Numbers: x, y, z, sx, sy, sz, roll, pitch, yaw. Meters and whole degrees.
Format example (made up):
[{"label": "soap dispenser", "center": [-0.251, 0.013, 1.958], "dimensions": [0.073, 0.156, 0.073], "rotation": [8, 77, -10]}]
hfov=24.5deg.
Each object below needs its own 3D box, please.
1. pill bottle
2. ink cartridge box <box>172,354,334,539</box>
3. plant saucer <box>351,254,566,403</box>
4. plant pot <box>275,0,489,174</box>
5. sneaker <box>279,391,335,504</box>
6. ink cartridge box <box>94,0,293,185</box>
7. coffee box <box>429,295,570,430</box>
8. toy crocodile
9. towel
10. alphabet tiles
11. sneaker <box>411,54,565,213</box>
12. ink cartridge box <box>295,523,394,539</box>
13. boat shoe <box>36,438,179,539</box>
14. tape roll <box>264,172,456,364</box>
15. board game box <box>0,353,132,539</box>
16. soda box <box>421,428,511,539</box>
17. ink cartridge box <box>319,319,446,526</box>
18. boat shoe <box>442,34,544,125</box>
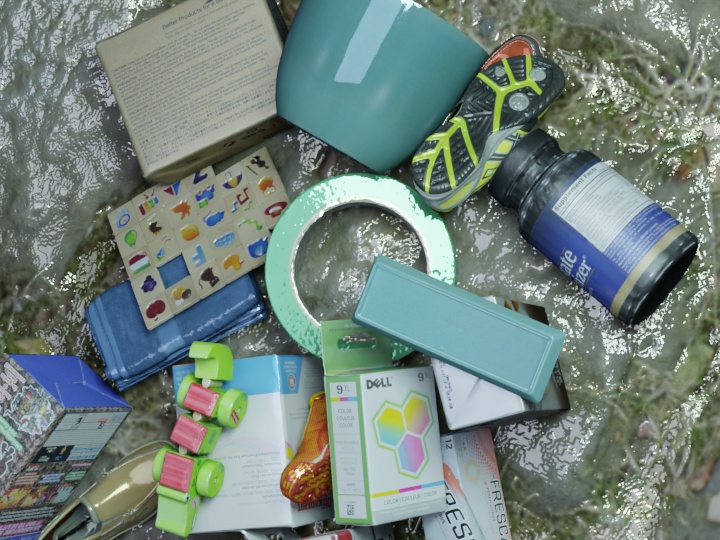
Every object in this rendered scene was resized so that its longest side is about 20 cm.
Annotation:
[{"label": "pill bottle", "center": [0.228, -0.048, 1.648], "dimensions": [0.200, 0.112, 0.112], "rotation": [41, 100, 18]}, {"label": "ink cartridge box", "center": [-0.110, 0.195, 1.742], "dimensions": [0.124, 0.128, 0.202], "rotation": [-7, 84, 19]}, {"label": "plant saucer", "center": [0.087, 0.052, 1.529], "dimensions": [0.199, 0.019, 0.070], "rotation": [23, 94, 19]}, {"label": "plant pot", "center": [0.006, -0.196, 1.681], "dimensions": [0.200, 0.200, 0.162], "rotation": [30, 92, 19]}, {"label": "sneaker", "center": [-0.034, 0.170, 1.698], "dimensions": [0.077, 0.200, 0.073], "rotation": [26, 127, 16]}, {"label": "ink cartridge box", "center": [-0.167, -0.209, 1.810], "dimensions": [0.199, 0.075, 0.166], "rotation": [-23, 79, 12]}, {"label": "coffee box", "center": [0.136, 0.092, 1.624], "dimensions": [0.079, 0.200, 0.115], "rotation": [-16, 82, 18]}, {"label": "toy crocodile", "center": [-0.167, 0.169, 1.665], "dimensions": [0.067, 0.062, 0.201], "rotation": [19, 95, 22]}, {"label": "towel", "center": [-0.203, 0.041, 1.824], "dimensions": [0.199, 0.049, 0.112], "rotation": [-28, 68, 13]}, {"label": "alphabet tiles", "center": [-0.171, -0.049, 1.809], "dimensions": [0.199, 0.008, 0.168], "rotation": [-30, 56, 7]}, {"label": "sneaker", "center": [0.126, -0.140, 1.665], "dimensions": [0.200, 0.077, 0.075], "rotation": [-42, 67, -13]}, {"label": "ink cartridge box", "center": [-0.016, 0.334, 1.664], "dimensions": [0.083, 0.200, 0.145], "rotation": [-15, 82, 14]}, {"label": "boat shoe", "center": [-0.278, 0.260, 1.825], "dimensions": [0.200, 0.076, 0.072], "rotation": [-43, 74, 12]}, {"label": "tape roll", "center": [0.000, 0.000, 1.727], "dimensions": [0.199, 0.048, 0.202], "rotation": [0, 89, 0]}, {"label": "board game box", "center": [-0.373, 0.199, 1.819], "dimensions": [0.097, 0.159, 0.200], "rotation": [40, 99, 18]}, {"label": "soda box", "center": [0.109, 0.264, 1.684], "dimensions": [0.063, 0.068, 0.202], "rotation": [-18, 80, 41]}, {"label": "ink cartridge box", "center": [0.022, 0.146, 1.642], "dimensions": [0.059, 0.103, 0.202], "rotation": [-8, 86, 46]}, {"label": "boat shoe", "center": [0.122, -0.159, 1.719], "dimensions": [0.071, 0.063, 0.201], "rotation": [37, 97, 20]}]
